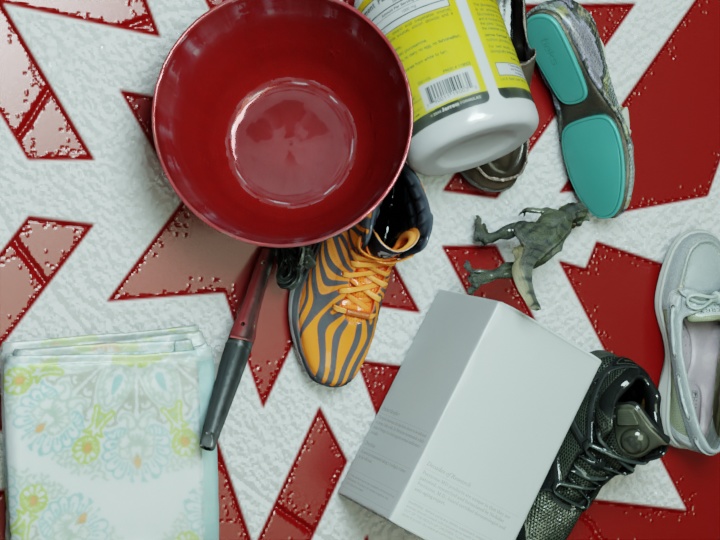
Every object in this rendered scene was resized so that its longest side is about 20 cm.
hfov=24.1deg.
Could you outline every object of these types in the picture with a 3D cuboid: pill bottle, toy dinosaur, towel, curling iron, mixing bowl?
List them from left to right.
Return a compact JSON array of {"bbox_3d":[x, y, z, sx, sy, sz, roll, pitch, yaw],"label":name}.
[{"bbox_3d":[-0.198,0.147,1.337,0.171,0.048,0.201,-3,95,-20],"label":"towel"},{"bbox_3d":[-0.088,0.052,1.350,0.026,0.049,0.200,46,58,-41],"label":"curling iron"},{"bbox_3d":[-0.057,-0.110,1.324,0.199,0.108,0.201,0,83,2],"label":"mixing bowl"},{"bbox_3d":[0.061,-0.187,1.357,0.112,0.112,0.201,-13,75,-21],"label":"pill bottle"},{"bbox_3d":[0.134,-0.017,1.425,0.200,0.088,0.048,-52,130,-56],"label":"toy dinosaur"}]

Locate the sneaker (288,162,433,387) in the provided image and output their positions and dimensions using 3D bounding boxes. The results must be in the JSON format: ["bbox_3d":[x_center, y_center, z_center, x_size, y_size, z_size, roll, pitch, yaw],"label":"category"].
[{"bbox_3d":[0.000,0.000,1.370,0.077,0.112,0.201,8,91,-23],"label":"sneaker"}]

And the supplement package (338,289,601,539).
[{"bbox_3d":[0.091,0.132,1.417,0.117,0.117,0.200,29,84,-21],"label":"supplement package"}]

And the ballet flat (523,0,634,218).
[{"bbox_3d":[0.203,-0.146,1.471,0.072,0.072,0.201,-27,107,-18],"label":"ballet flat"}]

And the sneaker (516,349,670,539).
[{"bbox_3d":[0.197,0.167,1.467,0.076,0.114,0.200,33,83,-19],"label":"sneaker"}]

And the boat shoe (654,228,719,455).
[{"bbox_3d":[0.310,0.065,1.530,0.074,0.065,0.203,4,92,-23],"label":"boat shoe"}]

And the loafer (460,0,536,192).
[{"bbox_3d":[0.110,-0.165,1.425,0.073,0.071,0.201,-9,98,-22],"label":"loafer"}]
